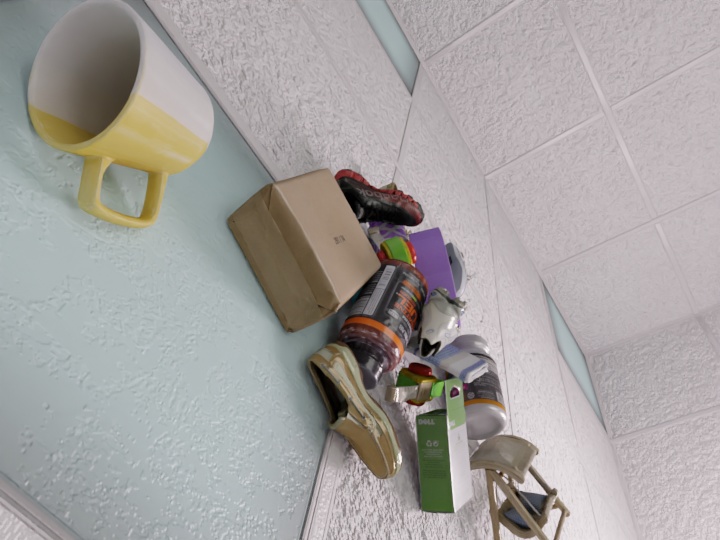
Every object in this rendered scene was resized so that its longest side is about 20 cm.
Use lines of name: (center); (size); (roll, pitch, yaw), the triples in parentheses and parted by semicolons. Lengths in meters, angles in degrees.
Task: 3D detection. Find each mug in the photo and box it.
mug: (-0.245, -0.159, 0.598); (0.148, 0.188, 0.153); (36, 5, 22)

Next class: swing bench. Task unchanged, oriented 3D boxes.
swing bench: (0.306, 0.439, 1.113); (0.198, 0.128, 0.203); (-1, 67, -64)

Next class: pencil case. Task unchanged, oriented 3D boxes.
pencil case: (0.064, -0.011, 1.128); (0.084, 0.084, 0.203); (16, 47, -32)

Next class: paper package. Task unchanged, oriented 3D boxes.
paper package: (-0.076, -0.039, 0.829); (0.193, 0.102, 0.200); (62, 24, -5)

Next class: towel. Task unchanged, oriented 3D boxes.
towel: (0.126, 0.145, 1.010); (0.197, 0.024, 0.146); (23, 9, 24)

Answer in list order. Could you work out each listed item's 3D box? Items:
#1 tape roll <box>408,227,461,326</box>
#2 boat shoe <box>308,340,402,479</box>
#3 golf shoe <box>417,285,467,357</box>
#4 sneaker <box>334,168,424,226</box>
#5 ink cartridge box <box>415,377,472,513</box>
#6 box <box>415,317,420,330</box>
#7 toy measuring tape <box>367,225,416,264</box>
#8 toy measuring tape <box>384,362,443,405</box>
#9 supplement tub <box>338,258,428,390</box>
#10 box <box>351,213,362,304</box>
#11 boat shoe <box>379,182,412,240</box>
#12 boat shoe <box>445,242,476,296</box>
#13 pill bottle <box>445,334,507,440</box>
tape roll: (0.145, 0.021, 1.105); (0.200, 0.064, 0.205); (-13, 90, -85)
boat shoe: (-0.016, 0.202, 0.771); (0.076, 0.071, 0.202); (-20, 77, -52)
golf shoe: (0.119, 0.103, 0.938); (0.077, 0.098, 0.201); (29, -17, 16)
sneaker: (0.028, -0.124, 1.099); (0.197, 0.071, 0.099); (23, 45, -1)
ink cartridge box: (0.138, 0.284, 0.935); (0.103, 0.058, 0.205); (13, 72, -62)
box: (0.123, 0.088, 1.203); (0.142, 0.036, 0.204); (28, 43, -54)
toy measuring tape: (0.051, -0.045, 1.016); (0.074, 0.073, 0.201); (43, 12, -39)
toy measuring tape: (0.076, 0.193, 0.946); (0.199, 0.073, 0.075); (11, 56, -56)
supplement tub: (0.031, 0.085, 0.883); (0.107, 0.106, 0.202); (50, 48, -27)
box: (0.000, 0.000, 1.014); (0.203, 0.049, 0.082); (64, 23, 0)
boat shoe: (0.076, -0.104, 1.262); (0.073, 0.062, 0.204); (19, 50, -59)
boat shoe: (0.274, 0.011, 1.543); (0.085, 0.075, 0.204); (31, 29, -23)
pill bottle: (0.239, 0.243, 1.189); (0.117, 0.115, 0.202); (46, 28, -33)
